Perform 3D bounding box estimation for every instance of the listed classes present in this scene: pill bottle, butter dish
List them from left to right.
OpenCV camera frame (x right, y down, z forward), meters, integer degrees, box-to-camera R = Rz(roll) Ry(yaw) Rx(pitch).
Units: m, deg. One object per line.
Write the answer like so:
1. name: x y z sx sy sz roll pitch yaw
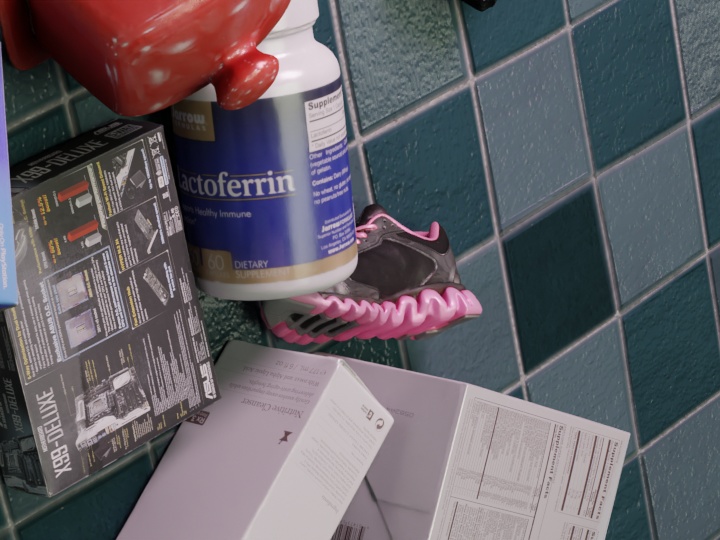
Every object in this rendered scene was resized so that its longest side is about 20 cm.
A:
1. butter dish: -0.105 -0.162 1.562 0.199 0.200 0.148 -35 80 -11
2. pill bottle: -0.067 -0.089 1.722 0.116 0.116 0.200 -21 111 -43

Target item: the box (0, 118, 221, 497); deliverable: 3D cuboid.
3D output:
1. box: -0.177 0.023 1.672 0.158 0.050 0.200 -30 118 -39

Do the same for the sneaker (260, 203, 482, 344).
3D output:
1. sneaker: 0.000 0.000 1.856 0.200 0.079 0.096 1 75 -48

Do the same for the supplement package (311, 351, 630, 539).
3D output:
1. supplement package: 0.065 0.159 1.880 0.200 0.152 0.151 19 84 -47

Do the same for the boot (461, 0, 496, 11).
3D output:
1. boot: 0.116 -0.269 1.917 0.168 0.076 0.200 -60 155 1

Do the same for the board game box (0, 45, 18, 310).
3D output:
1. board game box: -0.303 -0.053 1.460 0.200 0.097 0.160 3 78 -47

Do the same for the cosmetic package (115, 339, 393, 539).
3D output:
1. cosmetic package: -0.078 0.155 1.759 0.081 0.113 0.200 49 60 -40
